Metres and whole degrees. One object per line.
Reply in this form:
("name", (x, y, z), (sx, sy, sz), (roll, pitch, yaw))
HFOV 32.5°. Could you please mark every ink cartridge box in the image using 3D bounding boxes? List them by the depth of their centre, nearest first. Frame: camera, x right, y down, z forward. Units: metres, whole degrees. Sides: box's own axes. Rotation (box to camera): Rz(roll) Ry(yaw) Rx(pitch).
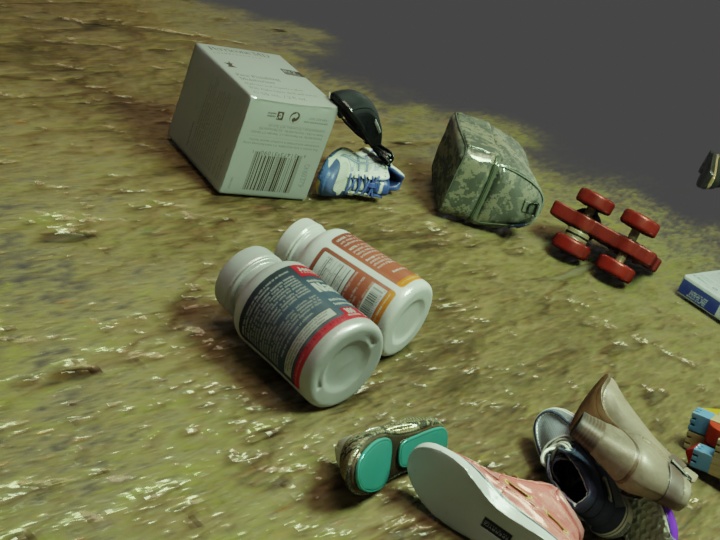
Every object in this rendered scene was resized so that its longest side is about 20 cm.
("ink cartridge box", (0.673, 0.065, 2.118), (0.200, 0.043, 0.196), (-5, 34, -46))

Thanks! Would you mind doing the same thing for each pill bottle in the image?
("pill bottle", (-0.079, 0.059, 1.466), (0.119, 0.120, 0.200), (-9, 38, -46))
("pill bottle", (-0.014, 0.016, 1.611), (0.200, 0.112, 0.112), (34, 28, 25))

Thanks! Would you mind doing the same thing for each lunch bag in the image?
("lunch bag", (0.220, -0.161, 2.107), (0.167, 0.140, 0.200), (15, 27, -10))

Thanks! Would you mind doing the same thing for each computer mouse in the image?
("computer mouse", (-0.008, -0.255, 1.964), (0.140, 0.046, 0.200), (47, 0, 30))

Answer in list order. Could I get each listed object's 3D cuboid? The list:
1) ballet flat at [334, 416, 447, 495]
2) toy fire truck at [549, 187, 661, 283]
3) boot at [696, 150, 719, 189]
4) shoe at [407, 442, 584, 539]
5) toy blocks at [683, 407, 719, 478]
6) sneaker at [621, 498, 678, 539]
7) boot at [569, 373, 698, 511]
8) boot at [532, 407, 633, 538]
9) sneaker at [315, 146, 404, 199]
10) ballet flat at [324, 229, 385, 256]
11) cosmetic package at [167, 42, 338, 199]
("ballet flat", (0.019, 0.198, 1.348), (0.075, 0.068, 0.200), (10, 11, 32))
("toy fire truck", (0.419, -0.056, 2.114), (0.200, 0.112, 0.168), (29, 2, 15))
("boot", (0.820, -0.200, 2.723), (0.138, 0.078, 0.200), (29, 27, 7))
("shoe", (0.146, 0.247, 1.327), (0.200, 0.072, 0.091), (36, 27, 16))
("toy blocks", (0.493, 0.224, 1.626), (0.137, 0.100, 0.200), (21, 22, 28))
("sneaker", (0.336, 0.255, 1.451), (0.099, 0.070, 0.200), (11, 27, -25))
("boot", (0.311, 0.198, 1.394), (0.146, 0.070, 0.200), (34, 24, 8))
("boot", (0.239, 0.214, 1.422), (0.090, 0.073, 0.200), (40, 11, -38))
("sneaker", (0.004, -0.153, 2.003), (0.088, 0.075, 0.200), (31, 28, 20))
("ballet flat", (0.000, 0.000, 1.705), (0.200, 0.067, 0.068), (29, 27, 15))
("cosmetic package", (-0.170, -0.232, 1.920), (0.165, 0.165, 0.200), (2, 31, -38))
